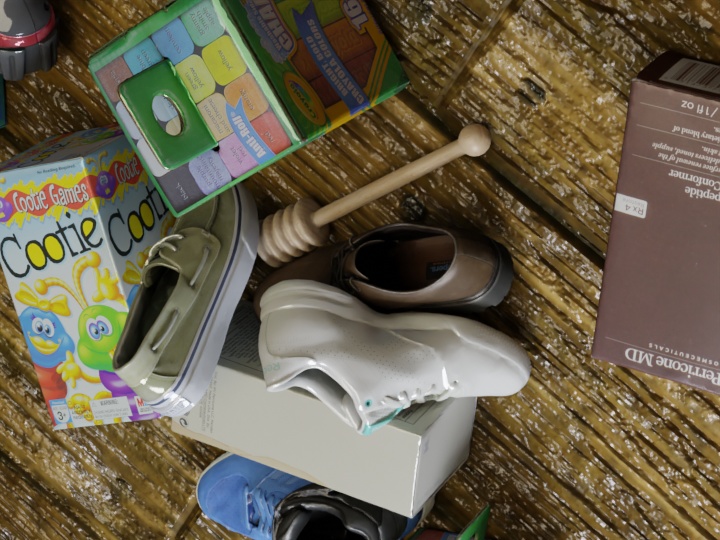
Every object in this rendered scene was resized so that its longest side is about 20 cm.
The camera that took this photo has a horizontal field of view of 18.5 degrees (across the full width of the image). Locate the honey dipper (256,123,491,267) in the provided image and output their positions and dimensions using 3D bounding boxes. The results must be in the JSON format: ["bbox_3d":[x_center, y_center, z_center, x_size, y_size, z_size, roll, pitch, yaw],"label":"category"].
[{"bbox_3d":[0.008,-0.058,1.557,0.199,0.038,0.038,-27,95,31],"label":"honey dipper"}]

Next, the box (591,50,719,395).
[{"bbox_3d":[0.217,-0.030,1.432,0.100,0.075,0.201,15,117,22],"label":"box"}]

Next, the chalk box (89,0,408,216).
[{"bbox_3d":[-0.084,-0.127,1.470,0.123,0.200,0.125,-27,95,33],"label":"chalk box"}]

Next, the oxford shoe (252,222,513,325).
[{"bbox_3d":[0.000,0.000,1.544,0.199,0.084,0.073,-15,66,29],"label":"oxford shoe"}]

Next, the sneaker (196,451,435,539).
[{"bbox_3d":[-0.055,0.180,1.637,0.199,0.111,0.077,2,110,28],"label":"sneaker"}]

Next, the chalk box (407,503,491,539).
[{"bbox_3d":[0.073,0.268,1.596,0.123,0.124,0.201,6,111,26],"label":"chalk box"}]

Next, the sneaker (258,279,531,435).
[{"bbox_3d":[0.022,0.074,1.512,0.199,0.089,0.075,13,151,-18],"label":"sneaker"}]

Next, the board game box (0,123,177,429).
[{"bbox_3d":[-0.191,0.003,1.645,0.103,0.105,0.201,-8,106,30],"label":"board game box"}]

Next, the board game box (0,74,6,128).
[{"bbox_3d":[-0.324,-0.183,1.617,0.045,0.152,0.201,10,113,25],"label":"board game box"}]

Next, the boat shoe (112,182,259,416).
[{"bbox_3d":[-0.122,0.006,1.559,0.072,0.201,0.062,-21,133,36],"label":"boat shoe"}]

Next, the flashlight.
[{"bbox_3d":[-0.253,-0.232,1.578,0.067,0.068,0.201,3,134,0],"label":"flashlight"}]

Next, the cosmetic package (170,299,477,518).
[{"bbox_3d":[-0.026,0.096,1.595,0.199,0.103,0.073,19,119,22],"label":"cosmetic package"}]
